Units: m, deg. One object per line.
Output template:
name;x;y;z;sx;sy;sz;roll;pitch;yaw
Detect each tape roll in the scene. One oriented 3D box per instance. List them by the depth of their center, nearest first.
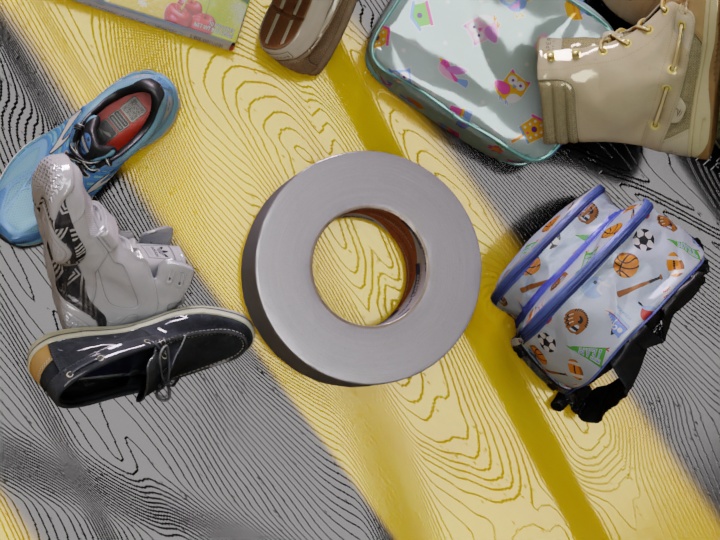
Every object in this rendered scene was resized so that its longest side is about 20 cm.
tape roll;0.000;0.000;1.666;0.200;0.066;0.201;2;84;-16

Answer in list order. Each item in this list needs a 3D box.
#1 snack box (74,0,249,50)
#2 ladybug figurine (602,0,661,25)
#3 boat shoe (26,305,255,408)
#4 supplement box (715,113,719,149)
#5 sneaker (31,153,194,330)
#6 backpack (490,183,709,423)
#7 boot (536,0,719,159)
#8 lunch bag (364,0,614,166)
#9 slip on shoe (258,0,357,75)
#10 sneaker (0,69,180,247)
snack box;-0.184;-0.290;1.677;0.200;0.053;0.142;17;85;-6
ladybug figurine;0.299;-0.270;1.656;0.200;0.072;0.136;-14;105;-12
boat shoe;-0.180;0.078;1.637;0.200;0.075;0.062;-8;47;-25
supplement box;0.420;-0.152;1.697;0.200;0.134;0.200;-35;91;-6
sneaker;-0.207;-0.025;1.624;0.115;0.075;0.200;-17;132;-15
backpack;0.206;0.015;1.641;0.154;0.190;0.200;39;86;-3
boot;0.223;-0.195;1.601;0.155;0.073;0.200;5;110;14
lunch bag;0.118;-0.195;1.695;0.200;0.077;0.161;31;84;-4
slip on shoe;-0.021;-0.265;1.694;0.061;0.076;0.200;33;74;-44
sneaker;-0.240;-0.102;1.646;0.200;0.090;0.078;-45;93;-3
